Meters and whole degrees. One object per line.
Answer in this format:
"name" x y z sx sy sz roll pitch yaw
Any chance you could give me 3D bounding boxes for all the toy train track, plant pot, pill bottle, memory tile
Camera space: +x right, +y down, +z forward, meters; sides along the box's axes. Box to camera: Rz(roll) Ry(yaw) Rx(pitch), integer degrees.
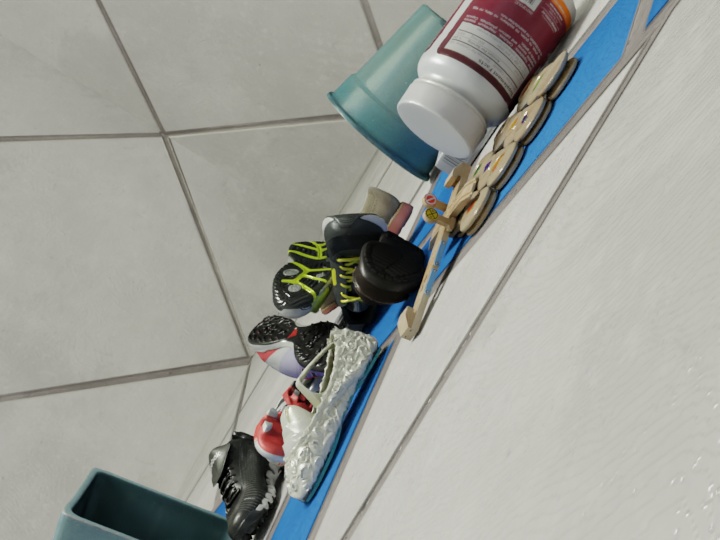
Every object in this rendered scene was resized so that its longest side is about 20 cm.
"toy train track" 0.065 -0.025 1.096 0.115 0.032 0.200 123 168 -59
"plant pot" 0.087 -0.270 1.666 0.196 0.200 0.200 -50 7 14
"pill bottle" 0.134 -0.227 1.214 0.200 0.114 0.114 -55 4 -11
"memory tile" 0.144 -0.121 1.121 0.200 0.017 0.153 -59 5 -1
"plant pot" -0.258 0.364 1.248 0.196 0.195 0.200 -134 67 -85

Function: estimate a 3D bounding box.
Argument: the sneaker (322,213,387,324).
"sneaker" 0.000 0.000 1.332 0.200 0.074 0.085 72 -165 -63

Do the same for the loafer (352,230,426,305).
"loafer" 0.029 0.011 1.213 0.071 0.073 0.200 -62 -5 13

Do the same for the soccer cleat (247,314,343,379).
"soccer cleat" -0.061 0.104 1.387 0.200 0.073 0.068 8 49 51

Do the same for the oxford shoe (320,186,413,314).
"oxford shoe" -0.011 -0.028 1.511 0.200 0.075 0.070 -54 5 22

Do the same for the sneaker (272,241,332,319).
"sneaker" -0.065 0.025 1.424 0.200 0.075 0.077 -68 -23 -69

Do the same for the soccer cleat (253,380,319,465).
"soccer cleat" -0.085 0.190 1.276 0.200 0.069 0.085 -67 1 -78

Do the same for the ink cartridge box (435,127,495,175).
"ink cartridge box" 0.166 -0.230 1.411 0.200 0.041 0.200 -56 5 24

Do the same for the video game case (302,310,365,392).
"video game case" -0.022 0.083 1.508 0.200 0.023 0.182 -59 5 -11

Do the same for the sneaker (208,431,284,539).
"sneaker" -0.142 0.247 1.313 0.067 0.090 0.200 -58 5 18

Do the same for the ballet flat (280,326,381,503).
"ballet flat" -0.043 0.139 1.138 0.200 0.072 0.072 -63 7 -35
